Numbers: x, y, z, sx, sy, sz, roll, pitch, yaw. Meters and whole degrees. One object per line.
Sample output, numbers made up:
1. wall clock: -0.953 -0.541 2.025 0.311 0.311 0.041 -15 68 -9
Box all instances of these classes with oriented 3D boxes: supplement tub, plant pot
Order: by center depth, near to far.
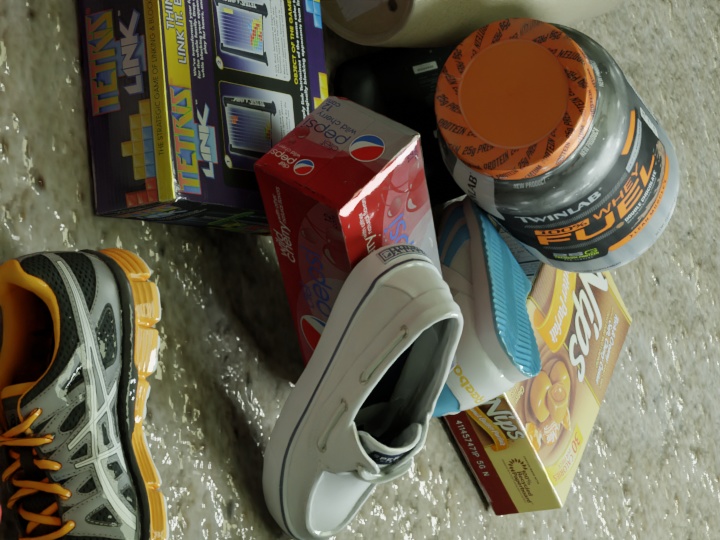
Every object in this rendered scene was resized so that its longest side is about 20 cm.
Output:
1. plant pot: 0.058 -0.213 1.481 0.200 0.187 0.188 -32 110 -44
2. supplement tub: 0.122 -0.079 1.492 0.200 0.122 0.123 35 51 -65

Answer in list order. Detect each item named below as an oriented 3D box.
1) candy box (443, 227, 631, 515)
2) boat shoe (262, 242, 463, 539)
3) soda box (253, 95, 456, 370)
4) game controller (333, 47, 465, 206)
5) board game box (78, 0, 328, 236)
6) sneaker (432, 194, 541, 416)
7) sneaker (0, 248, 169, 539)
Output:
1. candy box: 0.118 0.055 1.604 0.116 0.055 0.200 63 33 -28
2. boat shoe: 0.002 0.081 1.287 0.073 0.065 0.200 -9 133 -31
3. soda box: 0.000 0.000 1.323 0.070 0.063 0.200 -44 146 -25
4. game controller: 0.044 -0.096 1.549 0.200 0.042 0.105 -22 86 -61
5. board game box: -0.084 -0.124 1.304 0.165 0.057 0.201 7 76 -58
6. sneaker: 0.060 0.017 1.500 0.077 0.081 0.200 54 17 -21
7. sneaker: -0.143 0.084 1.133 0.077 0.078 0.201 12 67 -45
